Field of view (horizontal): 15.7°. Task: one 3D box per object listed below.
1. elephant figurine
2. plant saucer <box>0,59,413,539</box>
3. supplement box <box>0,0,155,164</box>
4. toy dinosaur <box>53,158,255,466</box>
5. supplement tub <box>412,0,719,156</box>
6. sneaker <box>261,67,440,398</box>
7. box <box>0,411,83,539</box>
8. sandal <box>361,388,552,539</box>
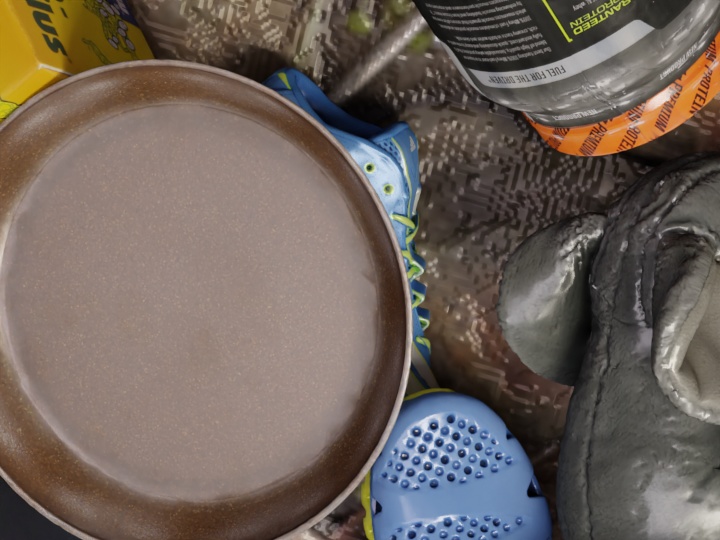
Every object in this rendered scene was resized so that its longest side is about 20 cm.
[{"bbox_3d":[0.126,0.020,1.044,0.141,0.155,0.200,-9,107,18],"label":"elephant figurine"},{"bbox_3d":[-0.072,0.016,1.032,0.200,0.032,0.201,3,99,16],"label":"plant saucer"},{"bbox_3d":[-0.194,-0.060,1.106,0.200,0.109,0.109,-37,66,20],"label":"supplement box"},{"bbox_3d":[-0.067,0.038,1.089,0.088,0.047,0.200,9,122,49],"label":"toy dinosaur"},{"bbox_3d":[0.063,-0.147,0.997,0.122,0.123,0.200,-23,124,19],"label":"supplement tub"},{"bbox_3d":[0.000,0.000,1.104,0.105,0.076,0.200,-41,90,19],"label":"sneaker"},{"bbox_3d":[-0.172,0.172,1.148,0.196,0.117,0.200,-21,97,34],"label":"box"},{"bbox_3d":[0.052,0.146,1.059,0.079,0.087,0.201,-14,94,-6],"label":"sandal"}]
